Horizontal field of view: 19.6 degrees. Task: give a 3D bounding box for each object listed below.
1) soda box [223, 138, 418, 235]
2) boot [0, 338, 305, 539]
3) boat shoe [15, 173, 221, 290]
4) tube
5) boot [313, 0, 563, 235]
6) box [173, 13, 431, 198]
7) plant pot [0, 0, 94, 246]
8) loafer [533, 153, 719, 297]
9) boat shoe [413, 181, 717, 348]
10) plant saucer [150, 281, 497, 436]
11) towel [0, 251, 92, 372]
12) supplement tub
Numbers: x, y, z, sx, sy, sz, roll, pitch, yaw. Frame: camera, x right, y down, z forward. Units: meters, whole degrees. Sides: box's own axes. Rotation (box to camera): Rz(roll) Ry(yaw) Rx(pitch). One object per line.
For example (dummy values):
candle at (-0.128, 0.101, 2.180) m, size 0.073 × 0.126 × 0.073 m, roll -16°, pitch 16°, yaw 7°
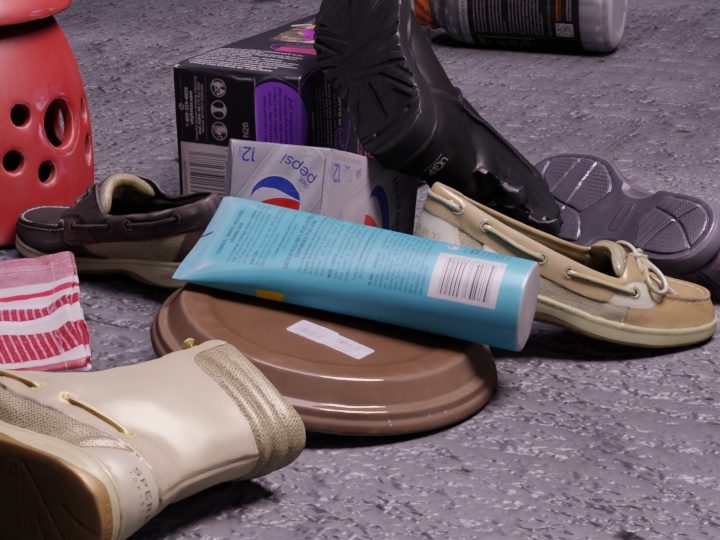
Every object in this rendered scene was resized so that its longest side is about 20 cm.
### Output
soda box at (-0.021, -0.042, 1.317) m, size 0.068 × 0.064 × 0.200 m, roll 6°, pitch 0°, yaw 16°
boot at (-0.143, 0.072, 1.041) m, size 0.199 × 0.073 × 0.155 m, roll 18°, pitch 25°, yaw 39°
boat shoe at (-0.152, -0.033, 1.360) m, size 0.199 × 0.065 × 0.073 m, roll 7°, pitch 22°, yaw 38°
tube at (0.000, 0.000, 1.176) m, size 0.199 × 0.051 × 0.078 m, roll 13°, pitch 37°, yaw 14°
boot at (0.055, -0.098, 1.373) m, size 0.162 × 0.073 × 0.199 m, roll 36°, pitch 25°, yaw -39°
box at (-0.037, -0.107, 1.510) m, size 0.106 × 0.123 × 0.200 m, roll 9°, pitch 20°, yaw 28°
plant pot at (-0.292, -0.126, 1.477) m, size 0.199 × 0.184 × 0.201 m, roll -1°, pitch 16°, yaw 0°
loafer at (0.177, -0.024, 1.383) m, size 0.072 × 0.063 × 0.200 m, roll -50°, pitch 33°, yaw -10°
boat shoe at (0.126, -0.002, 1.237) m, size 0.199 × 0.063 × 0.073 m, roll 13°, pitch 14°, yaw -13°
plant saucer at (-0.019, 0.036, 1.180) m, size 0.199 × 0.030 × 0.200 m, roll 8°, pitch 23°, yaw -3°
towel at (-0.237, 0.030, 1.251) m, size 0.143 × 0.023 × 0.200 m, roll -4°, pitch 19°, yaw -10°
supplement tub at (0.159, -0.280, 2.041) m, size 0.199 × 0.123 × 0.123 m, roll 5°, pitch 19°, yaw 15°
